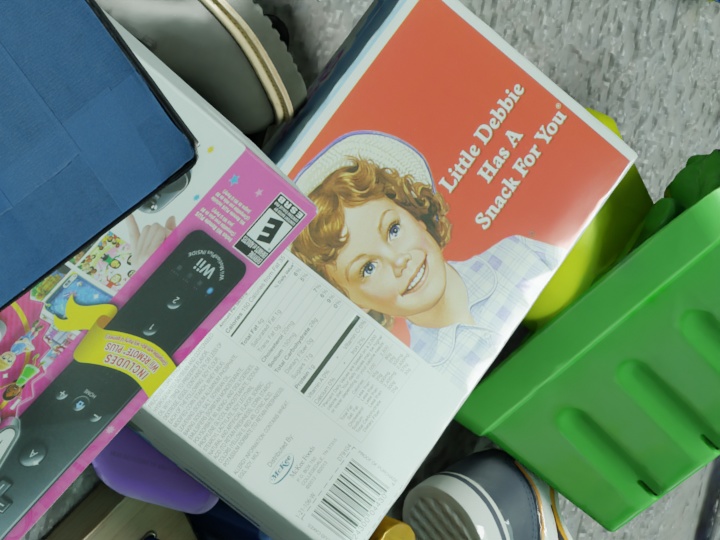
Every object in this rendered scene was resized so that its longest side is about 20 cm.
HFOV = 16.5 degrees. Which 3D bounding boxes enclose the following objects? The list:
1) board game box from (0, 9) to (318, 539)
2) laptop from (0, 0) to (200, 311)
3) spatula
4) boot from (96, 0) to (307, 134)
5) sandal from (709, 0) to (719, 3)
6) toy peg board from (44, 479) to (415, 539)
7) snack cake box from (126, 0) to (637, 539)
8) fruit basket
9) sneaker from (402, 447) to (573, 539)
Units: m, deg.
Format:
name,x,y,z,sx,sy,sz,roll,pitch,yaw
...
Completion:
name,x,y,z,sx,sy,sz,roll,pitch,yaw
board game box,-0.132,0.007,0.838,0.200,0.064,0.148,-47,137,3
laptop,-0.190,-0.040,0.700,0.200,0.116,0.187,-38,93,-32
spatula,-0.060,-0.006,0.980,0.056,0.021,0.200,15,80,-12
boot,-0.121,-0.074,0.874,0.200,0.077,0.138,41,77,-35
sandal,0.168,-0.195,1.134,0.080,0.087,0.200,-54,138,-23
toy peg board,-0.036,0.166,1.023,0.200,0.098,0.199,-46,133,-28
snack cake box,0.000,0.000,0.950,0.115,0.067,0.200,39,76,-10
fruit basket,0.113,-0.010,1.094,0.155,0.215,0.216,-30,125,-47
sneaker,0.074,0.175,1.165,0.079,0.078,0.200,-28,124,-39
